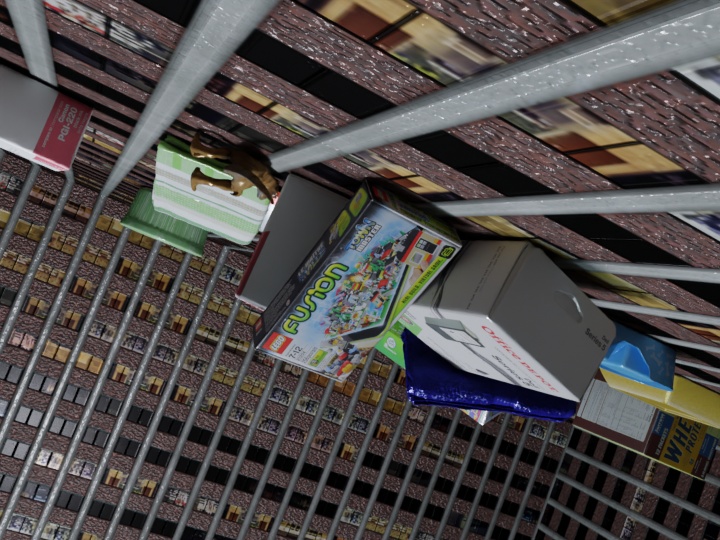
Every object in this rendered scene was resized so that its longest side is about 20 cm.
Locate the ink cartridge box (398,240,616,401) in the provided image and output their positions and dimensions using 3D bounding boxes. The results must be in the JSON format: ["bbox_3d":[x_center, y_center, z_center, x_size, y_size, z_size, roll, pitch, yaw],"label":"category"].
[{"bbox_3d":[0.127,0.043,0.757,0.145,0.084,0.199,39,164,-25],"label":"ink cartridge box"}]

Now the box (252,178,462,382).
[{"bbox_3d":[-0.007,0.017,0.727,0.109,0.200,0.035,24,-150,-29],"label":"box"}]

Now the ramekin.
[{"bbox_3d":[-0.439,-0.114,1.737,0.198,0.098,0.200,22,175,2],"label":"ramekin"}]

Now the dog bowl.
[{"bbox_3d":[0.306,0.092,0.945,0.199,0.050,0.111,23,175,-14],"label":"dog bowl"}]

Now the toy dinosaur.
[{"bbox_3d":[-0.122,-0.103,0.769,0.105,0.061,0.200,9,-175,1],"label":"toy dinosaur"}]

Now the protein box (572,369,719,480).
[{"bbox_3d":[0.596,0.314,1.571,0.197,0.136,0.200,25,175,-27],"label":"protein box"}]

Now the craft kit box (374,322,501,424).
[{"bbox_3d":[0.151,0.105,1.034,0.199,0.049,0.197,33,-148,34],"label":"craft kit box"}]

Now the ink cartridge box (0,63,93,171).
[{"bbox_3d":[-0.435,-0.196,0.894,0.199,0.086,0.145,23,175,-29],"label":"ink cartridge box"}]

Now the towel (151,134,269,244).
[{"bbox_3d":[-0.190,-0.098,0.963,0.148,0.031,0.200,22,158,-10],"label":"towel"}]

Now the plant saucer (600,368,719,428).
[{"bbox_3d":[0.526,0.212,1.285,0.199,0.049,0.200,24,174,-20],"label":"plant saucer"}]

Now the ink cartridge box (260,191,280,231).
[{"bbox_3d":[-0.181,-0.101,1.013,0.159,0.048,0.200,22,177,-2],"label":"ink cartridge box"}]

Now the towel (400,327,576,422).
[{"bbox_3d":[0.147,0.125,0.912,0.198,0.050,0.148,10,-158,-3],"label":"towel"}]

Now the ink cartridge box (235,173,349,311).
[{"bbox_3d":[-0.078,-0.017,0.884,0.083,0.146,0.200,24,175,-5],"label":"ink cartridge box"}]
